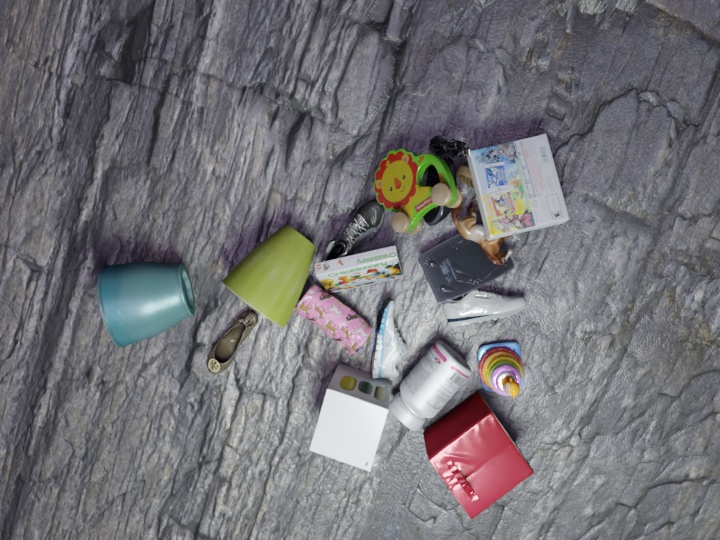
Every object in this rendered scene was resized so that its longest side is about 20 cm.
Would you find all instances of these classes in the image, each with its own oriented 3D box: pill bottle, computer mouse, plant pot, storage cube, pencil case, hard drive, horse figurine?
[{"bbox_3d":[0.166,0.279,1.306,0.113,0.113,0.201,40,98,1],"label":"pill bottle"},{"bbox_3d":[0.197,-0.203,1.262,0.052,0.138,0.205,4,105,-30],"label":"computer mouse"},{"bbox_3d":[-0.200,0.000,1.300,0.186,0.187,0.202,35,83,1],"label":"plant pot"},{"bbox_3d":[0.270,0.427,1.270,0.178,0.200,0.172,-37,91,3],"label":"storage cube"},{"bbox_3d":[-0.066,0.121,1.333,0.199,0.083,0.087,38,56,1],"label":"pencil case"},{"bbox_3d":[0.248,-0.016,1.282,0.197,0.042,0.137,-26,74,5],"label":"hard drive"},{"bbox_3d":[0.282,-0.103,1.249,0.198,0.050,0.133,35,78,22],"label":"horse figurine"},{"bbox_3d":[-0.514,0.066,1.331,0.184,0.200,0.205,-13,95,-8],"label":"plant pot"}]

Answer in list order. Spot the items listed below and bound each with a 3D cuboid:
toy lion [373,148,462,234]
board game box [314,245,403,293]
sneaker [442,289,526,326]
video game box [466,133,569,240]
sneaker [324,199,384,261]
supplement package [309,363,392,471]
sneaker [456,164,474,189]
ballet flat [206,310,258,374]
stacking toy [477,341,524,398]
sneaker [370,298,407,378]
[{"bbox_3d":[0.117,-0.198,1.243,0.198,0.068,0.196,-31,69,38],"label":"toy lion"},{"bbox_3d":[0.000,0.000,1.289,0.195,0.127,0.035,-13,66,8],"label":"board game box"},{"bbox_3d":[0.296,0.079,1.294,0.195,0.076,0.083,-11,85,6],"label":"sneaker"},{"bbox_3d":[0.347,-0.185,1.202,0.178,0.047,0.205,-11,80,-2],"label":"video game box"},{"bbox_3d":[-0.017,-0.082,1.287,0.075,0.115,0.201,39,99,1],"label":"sneaker"},{"bbox_3d":[-0.016,0.341,1.288,0.148,0.200,0.154,17,98,4],"label":"supplement package"},{"bbox_3d":[0.327,-0.217,1.265,0.197,0.067,0.091,28,86,6],"label":"sneaker"},{"bbox_3d":[-0.333,0.186,1.385,0.067,0.046,0.201,40,99,2],"label":"ballet flat"},{"bbox_3d":[0.332,0.246,1.239,0.107,0.200,0.119,-9,96,7],"label":"stacking toy"},{"bbox_3d":[0.076,0.169,1.334,0.084,0.075,0.205,6,102,-5],"label":"sneaker"}]
